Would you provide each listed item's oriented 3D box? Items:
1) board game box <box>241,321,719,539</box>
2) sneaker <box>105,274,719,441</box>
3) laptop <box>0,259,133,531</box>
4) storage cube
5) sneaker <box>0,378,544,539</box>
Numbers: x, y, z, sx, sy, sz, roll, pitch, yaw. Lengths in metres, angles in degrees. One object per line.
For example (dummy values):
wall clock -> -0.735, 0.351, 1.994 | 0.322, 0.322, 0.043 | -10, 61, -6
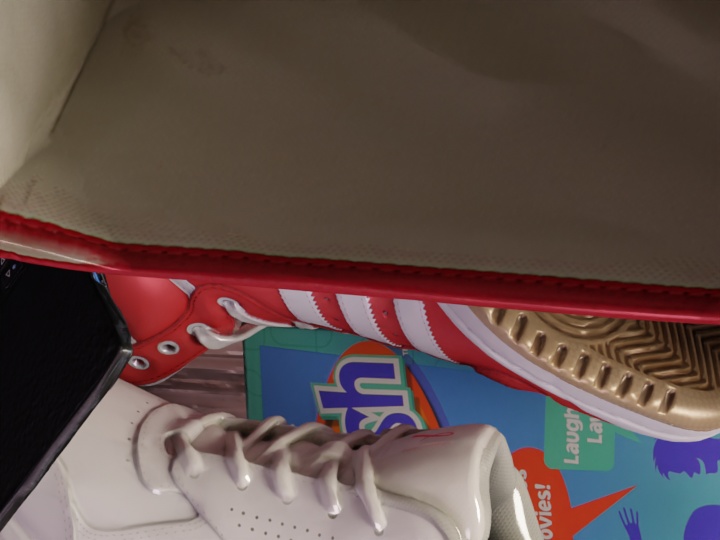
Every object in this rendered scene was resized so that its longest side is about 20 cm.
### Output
board game box -> 0.067, 0.088, 0.791 | 0.199, 0.045, 0.153 | 2, 102, 27
sneaker -> 0.000, 0.000, 0.755 | 0.199, 0.071, 0.113 | 30, 143, 0
laptop -> -0.169, 0.007, 0.730 | 0.103, 0.200, 0.177 | 19, 119, -38
storage cube -> 0.015, -0.115, 0.482 | 0.199, 0.180, 0.171 | 3, 143, 24
sneaker -> -0.006, 0.064, 0.742 | 0.199, 0.078, 0.100 | 31, 121, -1
